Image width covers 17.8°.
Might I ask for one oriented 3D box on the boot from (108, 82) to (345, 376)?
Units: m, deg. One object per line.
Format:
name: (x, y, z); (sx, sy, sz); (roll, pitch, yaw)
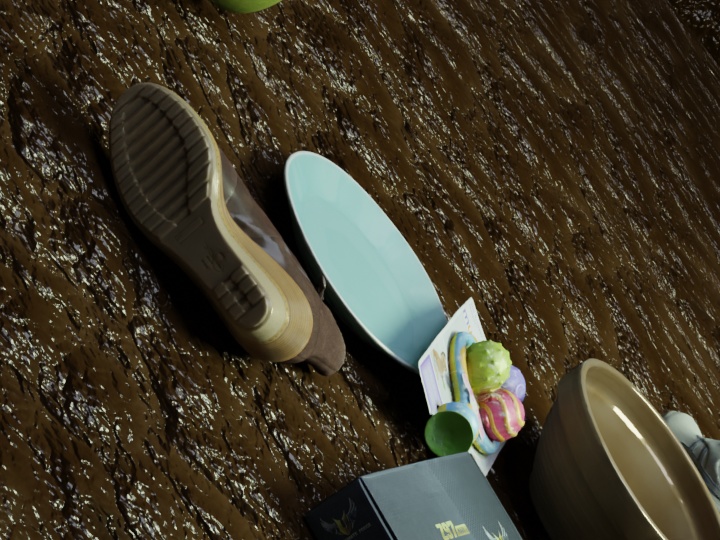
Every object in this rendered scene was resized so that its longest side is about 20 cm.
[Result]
boot: (-0.087, -0.021, 1.516); (0.201, 0.072, 0.166); (60, 8, 17)

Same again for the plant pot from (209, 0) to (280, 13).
plant pot: (-0.116, -0.298, 1.742); (0.188, 0.186, 0.200); (-105, 168, -45)

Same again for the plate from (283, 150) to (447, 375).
plate: (0.000, 0.000, 1.716); (0.200, 0.026, 0.201); (47, 20, -23)

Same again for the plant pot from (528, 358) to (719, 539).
plant pot: (0.196, 0.177, 1.789); (0.201, 0.093, 0.201); (47, 20, -23)

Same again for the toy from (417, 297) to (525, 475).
toy: (0.094, 0.094, 1.708); (0.200, 0.047, 0.116); (-38, 115, -68)

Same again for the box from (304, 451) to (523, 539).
box: (0.059, 0.202, 1.484); (0.158, 0.051, 0.200); (59, 20, 13)

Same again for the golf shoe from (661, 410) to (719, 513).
golf shoe: (0.322, 0.184, 2.073); (0.078, 0.097, 0.200); (43, 21, -27)
